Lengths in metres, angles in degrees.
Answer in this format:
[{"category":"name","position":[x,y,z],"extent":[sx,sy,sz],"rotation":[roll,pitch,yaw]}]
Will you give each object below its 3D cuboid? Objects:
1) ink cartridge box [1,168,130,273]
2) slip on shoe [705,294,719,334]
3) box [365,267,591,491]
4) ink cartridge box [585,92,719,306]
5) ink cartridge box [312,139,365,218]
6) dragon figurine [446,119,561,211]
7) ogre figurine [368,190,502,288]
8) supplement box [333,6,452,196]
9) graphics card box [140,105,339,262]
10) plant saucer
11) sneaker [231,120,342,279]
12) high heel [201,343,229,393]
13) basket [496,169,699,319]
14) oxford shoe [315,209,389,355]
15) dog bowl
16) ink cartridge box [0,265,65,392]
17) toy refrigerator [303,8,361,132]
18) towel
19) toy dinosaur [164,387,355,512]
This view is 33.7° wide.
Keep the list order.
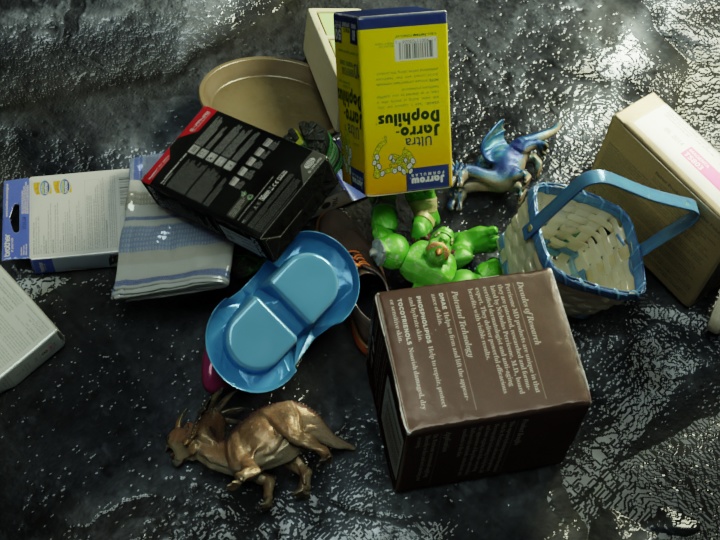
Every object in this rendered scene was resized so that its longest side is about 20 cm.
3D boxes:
[{"category":"ink cartridge box","position":[-0.328,-0.061,1.433],"extent":[0.197,0.042,0.120],"rotation":[-4,61,-9]},{"category":"slip on shoe","position":[0.482,0.009,1.423],"extent":[0.060,0.076,0.200],"rotation":[32,55,21]},{"category":"box","position":[0.119,0.119,1.280],"extent":[0.198,0.167,0.166],"rotation":[-8,59,-9]},{"category":"ink cartridge box","position":[0.369,-0.083,1.414],"extent":[0.075,0.165,0.200],"rotation":[-30,66,-24]},{"category":"ink cartridge box","position":[-0.092,-0.105,1.474],"extent":[0.198,0.039,0.100],"rotation":[-23,63,-17]},{"category":"dragon figurine","position":[0.181,-0.147,1.503],"extent":[0.099,0.059,0.201],"rotation":[28,63,13]},{"category":"ogre figurine","position":[0.092,-0.022,1.403],"extent":[0.200,0.098,0.120],"rotation":[41,42,-13]},{"category":"supplement box","position":[0.037,-0.198,1.376],"extent":[0.108,0.202,0.109],"rotation":[-7,16,-15]},{"category":"graphics card box","position":[-0.136,-0.101,1.335],"extent":[0.199,0.051,0.126],"rotation":[24,66,34]},{"category":"plant saucer","position":[-0.107,-0.210,1.508],"extent":[0.198,0.030,0.201],"rotation":[5,39,-4]},{"category":"sneaker","position":[-0.084,-0.071,1.394],"extent":[0.078,0.085,0.201],"rotation":[37,91,36]},{"category":"high heel","position":[-0.103,0.059,1.343],"extent":[0.095,0.068,0.201],"rotation":[2,50,36]},{"category":"basket","position":[0.256,-0.037,1.337],"extent":[0.175,0.200,0.141],"rotation":[15,56,-32]},{"category":"oxford shoe","position":[0.000,0.000,1.397],"extent":[0.070,0.073,0.201],"rotation":[-19,62,-14]},{"category":"dog bowl","position":[-0.090,0.047,1.310],"extent":[0.111,0.050,0.200],"rotation":[45,70,-6]},{"category":"ink cartridge box","position":[-0.461,0.085,1.341],"extent":[0.200,0.057,0.162],"rotation":[-42,70,-15]},{"category":"toy refrigerator","position":[-0.015,-0.260,1.512],"extent":[0.075,0.071,0.201],"rotation":[-2,40,-15]},{"category":"towel","position":[-0.213,-0.059,1.383],"extent":[0.145,0.024,0.202],"rotation":[-7,59,13]},{"category":"toy dinosaur","position":[-0.106,0.178,1.285],"extent":[0.198,0.086,0.136],"rotation":[-14,54,-18]}]
